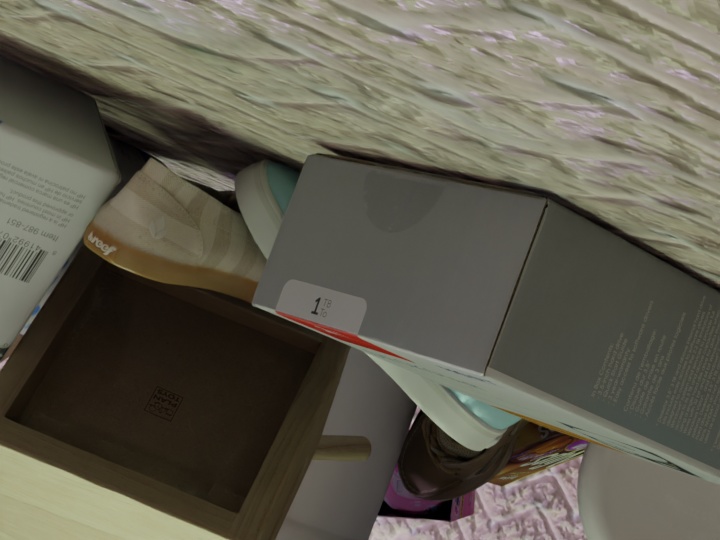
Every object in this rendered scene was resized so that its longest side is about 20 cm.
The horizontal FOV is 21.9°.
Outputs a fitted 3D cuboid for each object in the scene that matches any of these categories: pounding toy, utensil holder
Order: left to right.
[{"bbox_3d":[-0.094,0.093,1.019,0.184,0.200,0.142,22,136,4],"label":"pounding toy"},{"bbox_3d":[-0.043,0.079,1.252,0.170,0.200,0.170,21,176,1],"label":"utensil holder"}]

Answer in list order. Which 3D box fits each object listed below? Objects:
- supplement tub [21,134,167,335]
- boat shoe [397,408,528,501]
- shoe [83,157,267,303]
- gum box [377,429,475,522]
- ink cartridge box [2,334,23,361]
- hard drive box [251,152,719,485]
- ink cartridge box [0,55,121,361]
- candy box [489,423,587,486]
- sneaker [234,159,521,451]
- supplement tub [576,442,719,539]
[{"bbox_3d":[-0.214,-0.039,1.073,0.200,0.132,0.132,24,175,-41],"label":"supplement tub"},{"bbox_3d":[0.069,0.099,1.218,0.072,0.065,0.200,57,140,12],"label":"boat shoe"},{"bbox_3d":[-0.064,-0.016,0.961,0.070,0.053,0.200,26,-175,28],"label":"shoe"},{"bbox_3d":[-0.017,0.153,1.436,0.200,0.066,0.113,2,176,12],"label":"gum box"},{"bbox_3d":[-0.311,-0.037,1.208,0.165,0.075,0.200,17,129,39],"label":"ink cartridge box"},{"bbox_3d":[0.080,0.024,0.829,0.200,0.077,0.156,25,173,-39],"label":"hard drive box"},{"bbox_3d":[-0.236,-0.017,0.931,0.145,0.200,0.084,23,-156,-31],"label":"ink cartridge box"},{"bbox_3d":[0.132,0.112,1.375,0.117,0.057,0.200,-22,165,8],"label":"candy box"},{"bbox_3d":[0.026,0.001,0.951,0.200,0.082,0.074,43,-161,-21],"label":"sneaker"},{"bbox_3d":[0.215,0.147,1.218,0.144,0.145,0.200,20,175,10],"label":"supplement tub"}]
